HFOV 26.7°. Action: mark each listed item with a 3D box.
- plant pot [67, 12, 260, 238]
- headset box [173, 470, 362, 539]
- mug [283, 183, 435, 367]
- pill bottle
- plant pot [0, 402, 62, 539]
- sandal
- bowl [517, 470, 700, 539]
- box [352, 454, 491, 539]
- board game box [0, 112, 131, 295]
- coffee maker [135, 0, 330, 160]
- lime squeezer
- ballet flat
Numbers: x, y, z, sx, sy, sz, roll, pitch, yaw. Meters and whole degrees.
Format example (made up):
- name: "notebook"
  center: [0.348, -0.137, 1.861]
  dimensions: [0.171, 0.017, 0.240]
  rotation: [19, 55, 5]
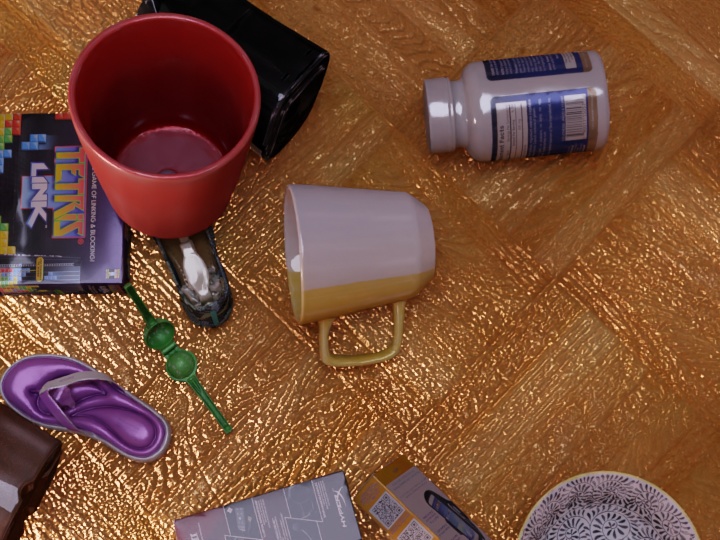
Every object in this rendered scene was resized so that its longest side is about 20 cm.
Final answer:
- name: "plant pot"
  center: [-0.203, -0.136, 1.595]
  dimensions: [0.197, 0.178, 0.203]
  rotation: [2, 62, -4]
- name: "headset box"
  center: [-0.100, 0.276, 1.558]
  dimensions: [0.197, 0.149, 0.078]
  rotation: [-15, 75, -2]
- name: "mug"
  center: [-0.001, -0.010, 1.656]
  dimensions: [0.151, 0.188, 0.150]
  rotation: [-5, 42, -9]
- name: "pill bottle"
  center: [0.171, -0.181, 1.692]
  dimensions: [0.197, 0.111, 0.113]
  rotation: [-5, 75, -1]
- name: "plant pot"
  center: [-0.428, 0.202, 1.569]
  dimensions: [0.197, 0.200, 0.202]
  rotation: [28, 77, 0]
- name: "sandal"
  center: [-0.298, 0.142, 1.646]
  dimensions: [0.200, 0.050, 0.083]
  rotation: [20, 76, 6]
- name: "bowl"
  center: [0.249, 0.315, 1.568]
  dimensions: [0.198, 0.094, 0.204]
  rotation: [1, 74, -4]
- name: "box"
  center: [0.089, 0.281, 1.568]
  dimensions: [0.200, 0.119, 0.042]
  rotation: [45, 104, 11]
- name: "board game box"
  center: [-0.340, -0.075, 1.700]
  dimensions: [0.163, 0.057, 0.203]
  rotation: [-2, 75, 1]
- name: "coffee maker"
  center: [-0.146, -0.238, 1.669]
  dimensions: [0.199, 0.192, 0.135]
  rotation: [33, 78, 9]
- name: "lime squeezer"
  center: [-0.200, 0.089, 1.654]
  dimensions: [0.038, 0.070, 0.201]
  rotation: [-40, 108, -25]
- name: "ballet flat"
  center: [-0.193, -0.034, 1.682]
  dimensions: [0.074, 0.074, 0.202]
  rotation: [-26, 76, -6]
